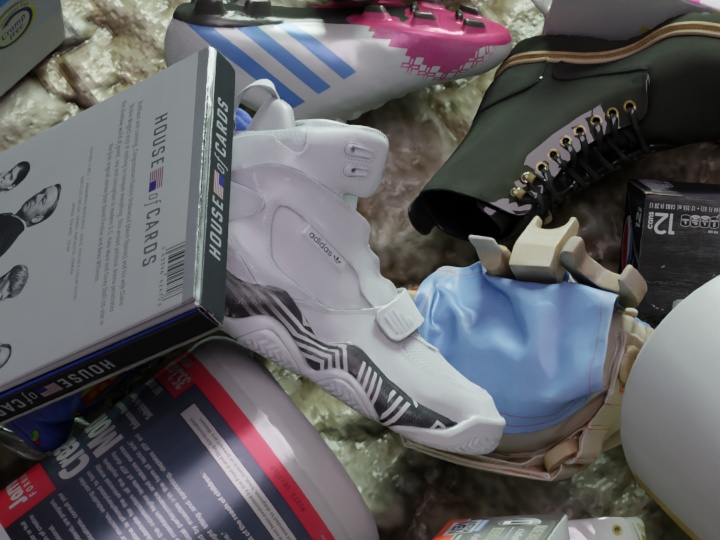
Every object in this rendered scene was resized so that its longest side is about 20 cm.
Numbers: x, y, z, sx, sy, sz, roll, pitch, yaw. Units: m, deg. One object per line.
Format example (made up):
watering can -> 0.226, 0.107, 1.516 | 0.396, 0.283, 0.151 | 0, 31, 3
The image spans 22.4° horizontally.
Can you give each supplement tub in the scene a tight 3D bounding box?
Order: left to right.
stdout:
supplement tub -> -0.103, 0.140, 0.874 | 0.199, 0.141, 0.141 | -37, 71, -10

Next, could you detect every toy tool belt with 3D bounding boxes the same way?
toy tool belt -> 0.095, 0.037, 0.911 | 0.198, 0.123, 0.126 | -3, 61, 31

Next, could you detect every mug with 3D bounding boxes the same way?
mug -> 0.224, 0.105, 0.827 | 0.149, 0.187, 0.153 | -39, 31, 6

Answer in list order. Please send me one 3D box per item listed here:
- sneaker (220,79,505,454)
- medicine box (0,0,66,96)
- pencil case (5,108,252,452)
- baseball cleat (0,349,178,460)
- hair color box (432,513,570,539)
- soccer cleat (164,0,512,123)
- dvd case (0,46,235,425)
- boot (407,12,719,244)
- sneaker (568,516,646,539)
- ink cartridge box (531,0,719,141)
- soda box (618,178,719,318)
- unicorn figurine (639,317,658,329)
sneaker -> 0.000, 0.000, 0.852 | 0.199, 0.075, 0.116 | 31, 88, -9
medicine box -> -0.301, -0.162, 1.032 | 0.200, 0.103, 0.182 | 41, 70, 15
pencil case -> -0.111, 0.009, 0.907 | 0.200, 0.087, 0.078 | -40, 46, -9
baseball cleat -> -0.128, 0.048, 0.974 | 0.198, 0.070, 0.107 | -10, 79, -2
hair color box -> 0.069, 0.220, 0.821 | 0.063, 0.111, 0.202 | -5, 92, 14
soccer cleat -> -0.014, -0.115, 1.048 | 0.198, 0.070, 0.087 | 2, 109, -5
dvd case -> -0.143, -0.005, 0.835 | 0.199, 0.025, 0.151 | -23, 47, 26
boot -> 0.133, -0.064, 0.974 | 0.199, 0.078, 0.139 | -3, 39, 45
sneaker -> 0.149, 0.181, 0.912 | 0.198, 0.074, 0.117 | 11, 68, 4
ink cartridge box -> 0.194, -0.170, 1.047 | 0.198, 0.125, 0.129 | 21, 65, 7
soda box -> 0.244, -0.007, 0.995 | 0.198, 0.063, 0.071 | 4, 102, -1
unicorn figurine -> 0.228, 0.099, 0.950 | 0.136, 0.074, 0.202 | -7, 71, 6
